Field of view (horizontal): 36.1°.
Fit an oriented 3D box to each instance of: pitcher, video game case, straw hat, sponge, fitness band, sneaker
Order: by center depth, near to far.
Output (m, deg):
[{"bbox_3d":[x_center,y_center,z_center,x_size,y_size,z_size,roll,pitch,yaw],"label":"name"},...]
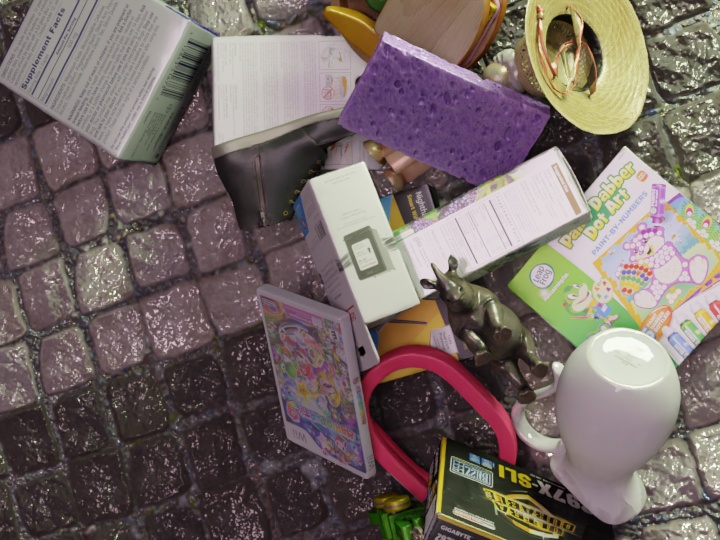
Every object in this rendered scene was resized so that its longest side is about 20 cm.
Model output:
[{"bbox_3d":[0.236,0.146,1.144,0.171,0.121,0.201,29,139,25],"label":"pitcher"},{"bbox_3d":[0.210,-0.225,1.171,0.085,0.200,0.202,-14,86,49],"label":"straw hat"},{"bbox_3d":[0.088,-0.164,1.178,0.199,0.030,0.112,23,125,-10],"label":"sponge"},{"bbox_3d":[-0.049,0.122,1.226,0.143,0.018,0.201,17,125,45],"label":"video game case"},{"bbox_3d":[0.083,0.173,1.226,0.144,0.037,0.200,-42,98,17],"label":"fitness band"},{"bbox_3d":[-0.060,-0.119,1.254,0.199,0.075,0.107,-17,98,6],"label":"sneaker"}]

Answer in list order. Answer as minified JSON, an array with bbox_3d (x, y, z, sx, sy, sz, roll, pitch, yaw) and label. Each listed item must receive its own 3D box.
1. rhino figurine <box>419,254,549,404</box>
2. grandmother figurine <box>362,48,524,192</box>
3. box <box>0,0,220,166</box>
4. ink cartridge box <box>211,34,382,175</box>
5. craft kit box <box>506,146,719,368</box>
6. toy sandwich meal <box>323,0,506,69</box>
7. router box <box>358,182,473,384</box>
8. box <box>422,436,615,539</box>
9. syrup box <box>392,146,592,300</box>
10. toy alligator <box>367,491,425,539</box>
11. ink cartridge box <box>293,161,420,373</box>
[{"bbox_3d":[0.121,0.051,1.121,0.060,0.200,0.088,-37,39,11],"label":"rhino figurine"},{"bbox_3d":[0.106,-0.170,1.236,0.200,0.061,0.121,-38,94,14],"label":"grandmother figurine"},{"bbox_3d":[-0.302,-0.255,1.330,0.199,0.105,0.185,33,99,13],"label":"box"},{"bbox_3d":[-0.075,-0.195,1.307,0.199,0.050,0.163,-1,90,-2],"label":"ink cartridge box"},{"bbox_3d":[0.295,0.006,1.190,0.197,0.048,0.200,42,101,15],"label":"craft kit box"},{"bbox_3d":[0.051,-0.291,1.186,0.204,0.070,0.206,8,113,19],"label":"toy sandwich meal"},{"bbox_3d":[0.040,0.019,1.258,0.148,0.051,0.201,-18,85,14],"label":"router box"},{"bbox_3d":[0.164,0.262,1.141,0.199,0.160,0.050,23,108,-1],"label":"box"},{"bbox_3d":[0.139,-0.047,1.168,0.199,0.079,0.082,-28,82,11],"label":"syrup box"},{"bbox_3d":[0.058,0.274,1.202,0.054,0.200,0.060,-13,88,-16],"label":"toy alligator"},{"bbox_3d":[0.000,0.000,1.176,0.066,0.116,0.201,-20,84,-15],"label":"ink cartridge box"}]
